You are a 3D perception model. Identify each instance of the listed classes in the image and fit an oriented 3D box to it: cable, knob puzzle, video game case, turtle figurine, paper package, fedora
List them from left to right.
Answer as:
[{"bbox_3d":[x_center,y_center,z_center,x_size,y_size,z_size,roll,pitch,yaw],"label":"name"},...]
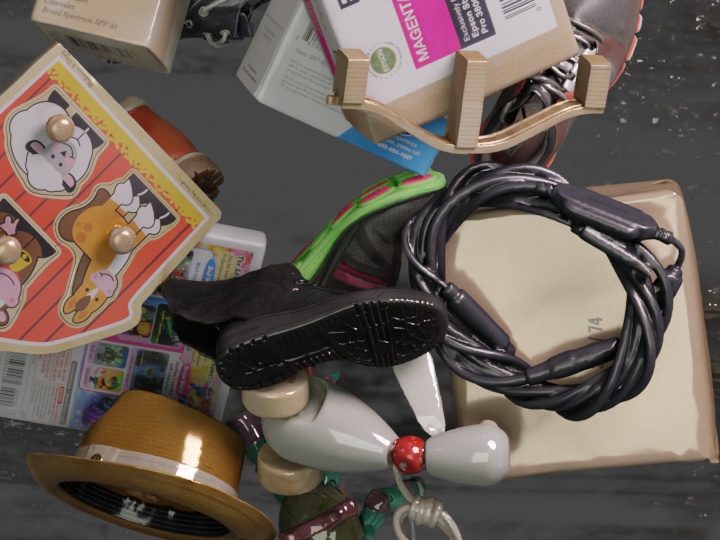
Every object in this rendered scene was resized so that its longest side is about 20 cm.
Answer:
[{"bbox_3d":[-0.218,-0.026,1.528,0.218,0.030,0.222,-6,106,-21],"label":"knob puzzle"},{"bbox_3d":[-0.178,0.040,1.642,0.181,0.024,0.201,10,124,-9],"label":"video game case"},{"bbox_3d":[-0.147,0.141,1.624,0.199,0.201,0.082,16,71,5],"label":"fedora"},{"bbox_3d":[-0.022,0.187,1.667,0.149,0.101,0.201,-24,86,6],"label":"turtle figurine"},{"bbox_3d":[0.120,0.013,1.549,0.199,0.051,0.164,20,108,10],"label":"cable"},{"bbox_3d":[0.157,0.044,1.619,0.189,0.103,0.202,-6,97,8],"label":"paper package"}]

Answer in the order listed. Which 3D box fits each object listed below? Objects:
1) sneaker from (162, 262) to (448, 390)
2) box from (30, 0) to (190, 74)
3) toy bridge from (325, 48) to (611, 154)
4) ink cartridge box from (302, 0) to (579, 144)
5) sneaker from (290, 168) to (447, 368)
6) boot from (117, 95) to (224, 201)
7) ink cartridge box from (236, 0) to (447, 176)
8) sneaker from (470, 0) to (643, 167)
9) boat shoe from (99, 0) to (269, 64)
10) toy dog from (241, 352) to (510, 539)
[{"bbox_3d":[-0.040,0.028,1.566,0.198,0.104,0.060,-13,123,3],"label":"sneaker"},{"bbox_3d":[-0.158,-0.253,1.577,0.094,0.078,0.202,12,82,9],"label":"box"},{"bbox_3d":[0.071,-0.114,1.495,0.198,0.027,0.068,-1,113,-19],"label":"toy bridge"},{"bbox_3d":[0.040,-0.211,1.506,0.164,0.075,0.201,-25,114,-7],"label":"ink cartridge box"},{"bbox_3d":[0.000,0.000,1.654,0.084,0.077,0.200,44,111,-4],"label":"sneaker"},{"bbox_3d":[-0.198,-0.036,1.681,0.107,0.075,0.200,46,108,21],"label":"boot"},{"bbox_3d":[0.020,-0.193,1.594,0.144,0.084,0.201,23,100,-19],"label":"ink cartridge box"},{"bbox_3d":[0.146,-0.140,1.607,0.077,0.082,0.201,27,100,3],"label":"sneaker"},{"bbox_3d":[-0.104,-0.198,1.643,0.199,0.072,0.068,-32,91,3],"label":"boat shoe"},{"bbox_3d":[0.010,0.110,1.588,0.199,0.097,0.132,23,129,2],"label":"toy dog"}]
